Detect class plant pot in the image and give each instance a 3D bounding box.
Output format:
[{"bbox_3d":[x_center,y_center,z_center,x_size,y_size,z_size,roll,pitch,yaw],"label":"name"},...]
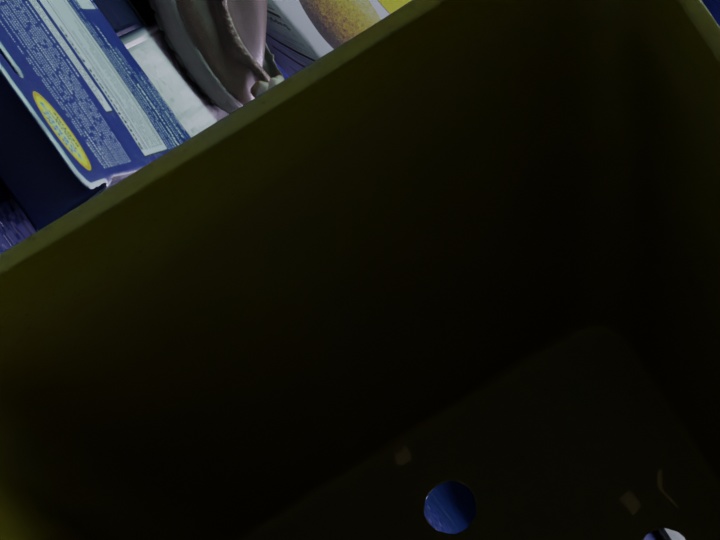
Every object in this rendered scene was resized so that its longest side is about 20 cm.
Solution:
[{"bbox_3d":[0.032,0.072,0.659,0.201,0.199,0.177,58,-3,19],"label":"plant pot"}]

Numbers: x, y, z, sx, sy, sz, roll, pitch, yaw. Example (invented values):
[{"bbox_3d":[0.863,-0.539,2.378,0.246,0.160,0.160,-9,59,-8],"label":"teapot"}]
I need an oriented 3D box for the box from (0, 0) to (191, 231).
[{"bbox_3d":[-0.112,-0.073,0.893,0.121,0.032,0.200,55,7,-1],"label":"box"}]

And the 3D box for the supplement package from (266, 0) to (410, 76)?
[{"bbox_3d":[-0.026,-0.183,1.448,0.200,0.114,0.109,48,-7,-36],"label":"supplement package"}]

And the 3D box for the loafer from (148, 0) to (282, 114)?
[{"bbox_3d":[-0.068,-0.168,1.268,0.073,0.071,0.201,-51,123,-80],"label":"loafer"}]

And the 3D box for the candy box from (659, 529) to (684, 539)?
[{"bbox_3d":[0.181,0.088,1.816,0.201,0.061,0.136,57,8,10],"label":"candy box"}]

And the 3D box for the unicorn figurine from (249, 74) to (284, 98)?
[{"bbox_3d":[0.000,0.000,1.101,0.200,0.073,0.138,51,15,-77],"label":"unicorn figurine"}]
